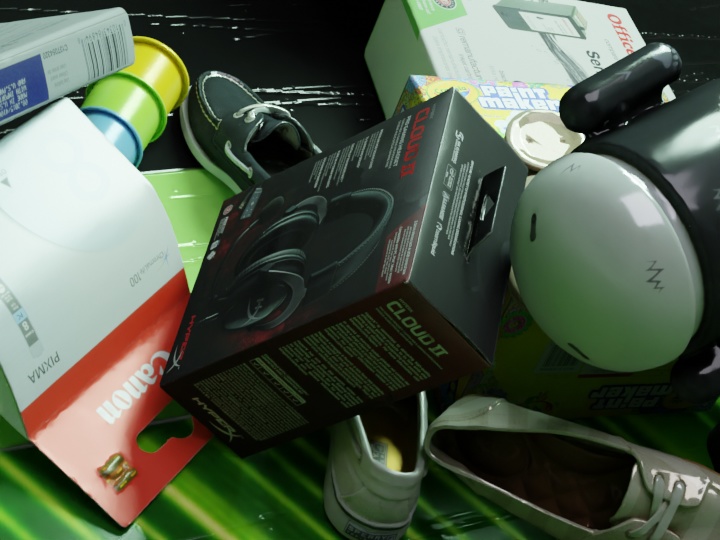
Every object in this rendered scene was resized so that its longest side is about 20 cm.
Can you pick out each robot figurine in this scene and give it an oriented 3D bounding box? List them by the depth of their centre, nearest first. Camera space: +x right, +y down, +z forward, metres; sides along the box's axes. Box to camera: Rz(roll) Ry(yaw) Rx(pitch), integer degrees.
[{"bbox_3d":[0.172,-0.027,0.892,0.199,0.125,0.150,-26,57,-25],"label":"robot figurine"}]

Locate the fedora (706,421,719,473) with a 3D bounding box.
[{"bbox_3d":[0.269,0.099,0.972,0.200,0.201,0.092,-15,65,-38],"label":"fedora"}]

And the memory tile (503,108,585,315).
[{"bbox_3d":[0.181,-0.028,0.981,0.198,0.017,0.154,5,52,-3],"label":"memory tile"}]

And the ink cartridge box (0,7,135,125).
[{"bbox_3d":[-0.262,-0.108,0.990,0.199,0.044,0.196,-5,17,21],"label":"ink cartridge box"}]

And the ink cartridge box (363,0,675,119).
[{"bbox_3d":[0.119,-0.134,1.248,0.199,0.084,0.146,5,42,-22],"label":"ink cartridge box"}]

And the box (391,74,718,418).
[{"bbox_3d":[0.130,-0.016,1.089,0.199,0.122,0.193,1,45,-25],"label":"box"}]

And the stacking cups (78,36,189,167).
[{"bbox_3d":[-0.164,-0.066,1.057,0.060,0.061,0.201,22,44,-2],"label":"stacking cups"}]

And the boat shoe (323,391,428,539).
[{"bbox_3d":[0.011,0.061,0.984,0.070,0.070,0.201,15,40,-11],"label":"boat shoe"}]

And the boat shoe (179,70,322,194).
[{"bbox_3d":[-0.056,-0.073,1.110,0.075,0.061,0.200,-11,51,-35],"label":"boat shoe"}]

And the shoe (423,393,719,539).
[{"bbox_3d":[0.124,0.120,0.907,0.199,0.070,0.053,19,3,23],"label":"shoe"}]

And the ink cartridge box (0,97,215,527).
[{"bbox_3d":[-0.149,0.018,0.930,0.200,0.047,0.160,44,42,0],"label":"ink cartridge box"}]

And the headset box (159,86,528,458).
[{"bbox_3d":[0.000,0.000,0.927,0.077,0.199,0.149,43,42,-28],"label":"headset box"}]
